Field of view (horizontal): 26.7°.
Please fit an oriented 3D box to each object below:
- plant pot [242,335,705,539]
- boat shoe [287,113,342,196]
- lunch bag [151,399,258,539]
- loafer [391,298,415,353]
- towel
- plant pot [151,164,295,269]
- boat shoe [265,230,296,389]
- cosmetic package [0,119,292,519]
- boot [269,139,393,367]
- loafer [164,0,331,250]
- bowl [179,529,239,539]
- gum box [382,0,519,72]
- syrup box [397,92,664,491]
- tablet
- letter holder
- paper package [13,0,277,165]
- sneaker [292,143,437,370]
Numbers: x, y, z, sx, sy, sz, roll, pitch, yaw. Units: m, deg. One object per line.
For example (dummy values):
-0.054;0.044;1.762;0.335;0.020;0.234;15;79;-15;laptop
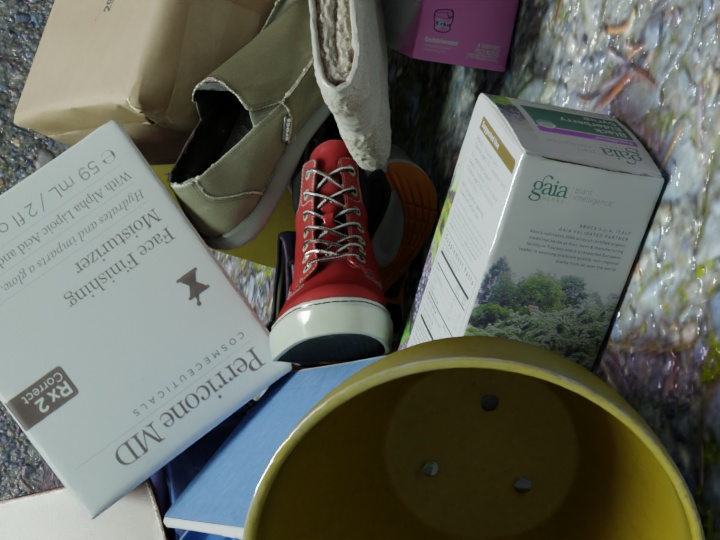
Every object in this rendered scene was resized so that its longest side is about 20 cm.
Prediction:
0.054;0.111;0.715;0.142;0.200;0.200;-72;-4;-72;plant pot
-0.017;-0.096;1.125;0.075;0.075;0.202;40;158;29;boat shoe
-0.088;0.188;1.161;0.136;0.132;0.200;-153;58;-71;lunch bag
0.044;0.067;0.930;0.200;0.063;0.072;114;180;-48;loafer
-0.007;-0.173;0.935;0.133;0.034;0.200;59;-155;-69;towel
-0.095;-0.150;1.254;0.200;0.195;0.194;-48;37;42;plant pot
-0.061;0.060;1.249;0.075;0.062;0.200;-116;37;-57;boat shoe
-0.177;0.033;1.021;0.200;0.165;0.165;54;169;-5;cosmetic package
-0.019;-0.015;0.924;0.200;0.072;0.144;100;168;-85;boot
-0.064;-0.113;0.992;0.075;0.070;0.200;5;65;42;loafer
-0.053;0.159;0.861;0.201;0.039;0.201;-43;12;12;bowl
0.045;-0.208;1.025;0.200;0.066;0.114;-136;54;-68;gum box
0.081;0.014;0.806;0.081;0.079;0.200;-114;36;-59;syrup box
-0.050;0.106;0.898;0.130;0.014;0.200;-50;12;-20;tablet
-0.179;0.258;1.120;0.101;0.142;0.200;33;-136;-68;letter holder
-0.144;-0.183;1.099;0.191;0.103;0.200;1;71;52;paper package
0.000;0.000;1.095;0.092;0.076;0.200;-102;33;-64;sneaker
